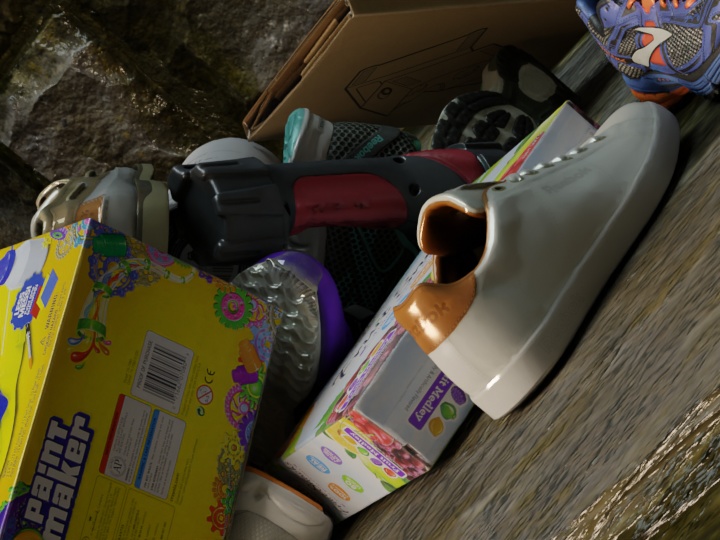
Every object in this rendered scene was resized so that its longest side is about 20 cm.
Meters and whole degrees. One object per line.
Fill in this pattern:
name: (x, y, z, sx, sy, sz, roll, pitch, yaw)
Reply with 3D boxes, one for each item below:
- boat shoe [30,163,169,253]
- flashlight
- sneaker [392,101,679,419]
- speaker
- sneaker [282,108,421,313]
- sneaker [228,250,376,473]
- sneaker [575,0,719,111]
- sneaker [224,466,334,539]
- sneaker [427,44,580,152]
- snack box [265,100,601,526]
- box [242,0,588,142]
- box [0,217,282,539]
boat shoe: (-0.146, -0.024, 1.331, 0.200, 0.068, 0.075, 170, 102, -80)
flashlight: (-0.001, -0.031, 1.310, 0.199, 0.068, 0.068, -6, 1, -36)
sneaker: (0.080, -0.028, 1.104, 0.073, 0.085, 0.200, -47, 5, 47)
speaker: (-0.085, -0.027, 1.492, 0.081, 0.081, 0.200, -50, 8, 10)
sneaker: (0.000, 0.000, 1.451, 0.078, 0.091, 0.201, -92, 1, -59)
sneaker: (-0.025, 0.043, 1.319, 0.099, 0.069, 0.201, -42, -25, -31)
sneaker: (0.153, -0.128, 1.186, 0.075, 0.078, 0.200, -53, 6, -14)
sneaker: (-0.091, 0.172, 1.261, 0.092, 0.076, 0.200, -60, 8, -33)
sneaker: (0.078, -0.063, 1.485, 0.089, 0.077, 0.200, -59, -6, 28)
snack box: (0.044, 0.023, 1.211, 0.200, 0.053, 0.142, -54, 4, -25)
box: (0.043, -0.134, 1.549, 0.199, 0.021, 0.164, -8, -22, -30)
box: (-0.160, 0.103, 1.231, 0.192, 0.122, 0.201, -16, 54, 52)
